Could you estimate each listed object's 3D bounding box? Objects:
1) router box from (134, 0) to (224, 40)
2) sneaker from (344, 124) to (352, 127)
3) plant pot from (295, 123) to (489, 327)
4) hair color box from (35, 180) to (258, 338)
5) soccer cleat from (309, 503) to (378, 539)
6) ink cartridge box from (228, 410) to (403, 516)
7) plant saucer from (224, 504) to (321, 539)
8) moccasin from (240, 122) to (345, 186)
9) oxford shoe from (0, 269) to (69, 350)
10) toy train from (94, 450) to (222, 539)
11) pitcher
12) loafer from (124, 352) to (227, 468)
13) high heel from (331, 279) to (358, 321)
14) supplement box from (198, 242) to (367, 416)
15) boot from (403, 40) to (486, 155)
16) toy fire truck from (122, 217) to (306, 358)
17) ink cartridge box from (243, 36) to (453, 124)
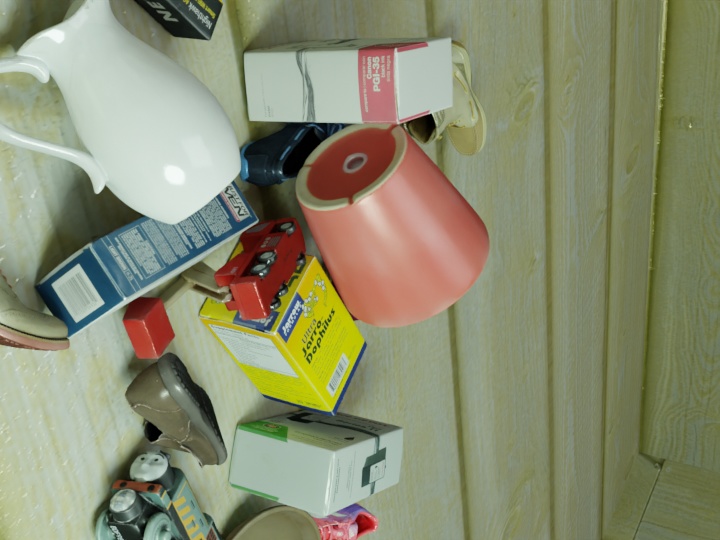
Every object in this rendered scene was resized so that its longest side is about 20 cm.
[{"bbox_3d":[-0.186,-0.329,0.884,0.200,0.051,0.150,36,69,-60],"label":"router box"},{"bbox_3d":[0.017,-0.145,1.281,0.200,0.073,0.085,44,70,-36],"label":"sneaker"},{"bbox_3d":[0.027,-0.064,1.108,0.177,0.200,0.201,56,50,-38],"label":"plant pot"},{"bbox_3d":[-0.198,-0.018,0.908,0.061,0.100,0.200,58,38,-4],"label":"hair color box"},{"bbox_3d":[-0.047,0.369,1.360,0.200,0.073,0.068,2,99,-61],"label":"soccer cleat"},{"bbox_3d":[-0.051,0.240,1.235,0.200,0.146,0.083,1,97,-63],"label":"ink cartridge box"},{"bbox_3d":[-0.128,0.394,1.225,0.200,0.029,0.201,-17,114,-45],"label":"plant saucer"},{"bbox_3d":[-0.066,-0.140,1.157,0.200,0.068,0.081,-43,135,-48],"label":"moccasin"},{"bbox_3d":[-0.302,0.016,0.770,0.200,0.070,0.075,39,59,-60],"label":"oxford shoe"},{"bbox_3d":[-0.211,0.286,1.027,0.114,0.085,0.200,-68,150,-47],"label":"toy train"},{"bbox_3d":[-0.212,-0.124,0.810,0.172,0.121,0.200,-46,108,-24],"label":"pitcher"},{"bbox_3d":[-0.199,0.156,1.028,0.200,0.071,0.073,73,-7,-51],"label":"loafer"},{"bbox_3d":[0.000,0.000,1.299,0.200,0.096,0.068,-47,138,-46],"label":"high heel"},{"bbox_3d":[-0.087,0.073,1.147,0.110,0.109,0.200,-64,149,-26],"label":"supplement box"},{"bbox_3d":[0.131,-0.234,1.489,0.156,0.073,0.200,-56,142,-38],"label":"boot"},{"bbox_3d":[-0.149,0.013,1.012,0.200,0.141,0.049,-66,145,-56],"label":"toy fire truck"},{"bbox_3d":[-0.013,-0.218,1.091,0.146,0.199,0.083,-31,122,-55],"label":"ink cartridge box"}]
